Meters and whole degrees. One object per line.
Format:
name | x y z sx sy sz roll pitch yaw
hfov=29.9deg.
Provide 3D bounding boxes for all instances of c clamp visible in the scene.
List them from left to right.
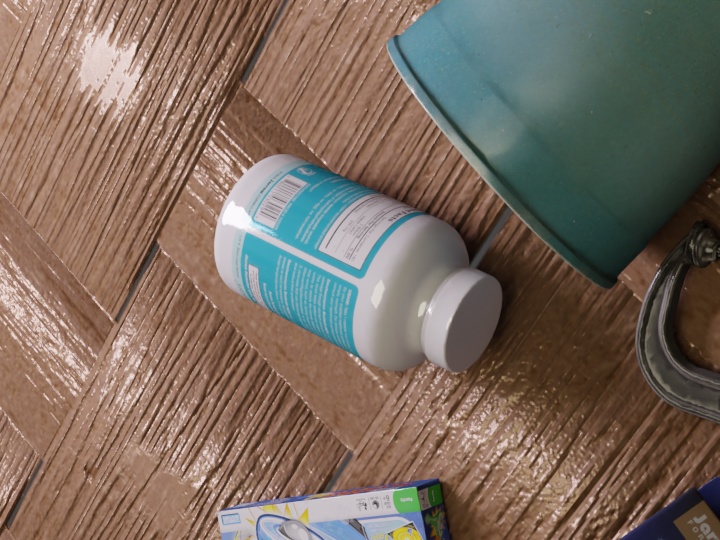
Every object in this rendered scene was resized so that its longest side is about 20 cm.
c clamp | 0.264 0.024 0.819 0.198 0.027 0.173 11 106 33

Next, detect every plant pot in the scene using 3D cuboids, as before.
plant pot | 0.148 -0.127 0.794 0.188 0.200 0.201 -43 69 14

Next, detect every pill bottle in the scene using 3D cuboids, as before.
pill bottle | 0.000 0.000 0.949 0.199 0.110 0.112 26 109 31

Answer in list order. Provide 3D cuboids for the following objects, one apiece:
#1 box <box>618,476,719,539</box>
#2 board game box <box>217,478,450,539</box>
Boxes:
box | 0.183 0.216 0.804 0.122 0.199 0.032 54 162 18
board game box | -0.016 0.238 1.028 0.198 0.034 0.137 -15 86 36
